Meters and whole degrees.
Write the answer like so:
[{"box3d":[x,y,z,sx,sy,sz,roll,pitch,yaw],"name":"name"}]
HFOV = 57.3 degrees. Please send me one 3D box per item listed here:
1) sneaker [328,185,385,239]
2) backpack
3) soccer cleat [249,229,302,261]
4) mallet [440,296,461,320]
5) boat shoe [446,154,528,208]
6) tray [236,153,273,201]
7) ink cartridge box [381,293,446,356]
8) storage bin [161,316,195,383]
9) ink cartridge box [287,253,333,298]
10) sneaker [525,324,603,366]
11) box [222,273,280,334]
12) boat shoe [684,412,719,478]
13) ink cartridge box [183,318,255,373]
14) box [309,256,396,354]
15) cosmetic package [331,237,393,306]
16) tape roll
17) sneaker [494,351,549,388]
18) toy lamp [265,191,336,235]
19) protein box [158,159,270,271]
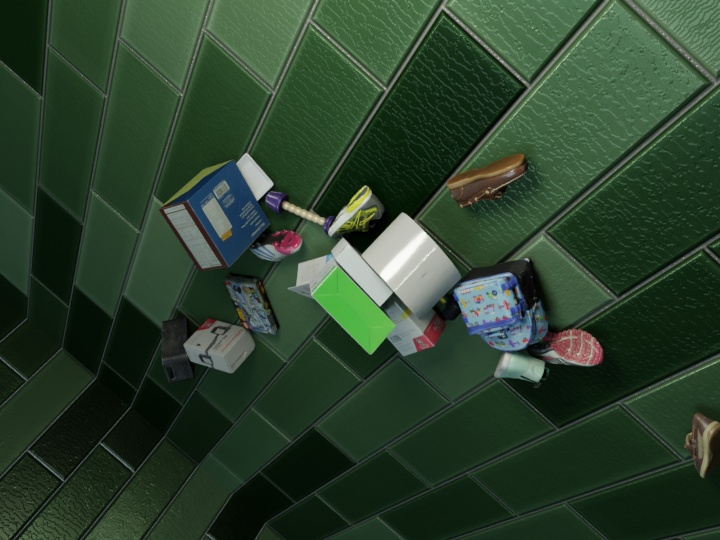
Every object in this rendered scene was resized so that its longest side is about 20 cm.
[{"box3d":[-0.012,-0.121,1.612,0.084,0.075,0.200,38,143,-8],"name":"sneaker"},{"box3d":[0.321,0.095,1.484,0.179,0.134,0.205,-11,106,41],"name":"backpack"},{"box3d":[-0.225,-0.065,1.841,0.196,0.071,0.087,3,145,38],"name":"soccer cleat"},{"box3d":[0.177,0.041,1.650,0.199,0.041,0.066,43,141,2],"name":"mallet"},{"box3d":[0.266,-0.180,1.352,0.198,0.070,0.071,-12,113,53],"name":"boat shoe"},{"box3d":[-0.310,-0.232,1.775,0.108,0.022,0.199,47,139,-10],"name":"tray"},{"box3d":[0.106,0.112,1.720,0.201,0.084,0.144,48,147,-11],"name":"ink cartridge box"},{"box3d":[-0.652,0.284,2.362,0.091,0.203,0.138,-10,134,-8],"name":"storage bin"},{"box3d":[-0.093,0.018,1.767,0.197,0.070,0.114,-14,153,43],"name":"ink cartridge box"},{"box3d":[0.472,0.182,1.526,0.197,0.082,0.075,9,151,49],"name":"sneaker"},{"box3d":[-0.347,0.108,2.101,0.133,0.040,0.204,7,131,31],"name":"box"},{"box3d":[0.781,0.396,1.505,0.072,0.071,0.202,41,163,47],"name":"boat shoe"},{"box3d":[-0.481,0.256,2.256,0.195,0.146,0.085,8,130,31],"name":"ink cartridge box"},{"box3d":[-0.025,0.081,1.577,0.200,0.097,0.177,45,-178,-9],"name":"box"},{"box3d":[0.000,0.000,1.579,0.151,0.052,0.200,44,-179,-9],"name":"cosmetic package"},{"box3d":[0.115,-0.009,1.496,0.203,0.139,0.203,47,180,0],"name":"tape roll"},{"box3d":[0.390,0.241,1.591,0.115,0.076,0.200,20,174,10],"name":"sneaker"},{"box3d":[-0.157,-0.152,1.708,0.196,0.059,0.059,26,139,14],"name":"toy lamp"},{"box3d":[-0.379,-0.142,1.738,0.132,0.200,0.203,-6,124,39],"name":"protein box"}]
